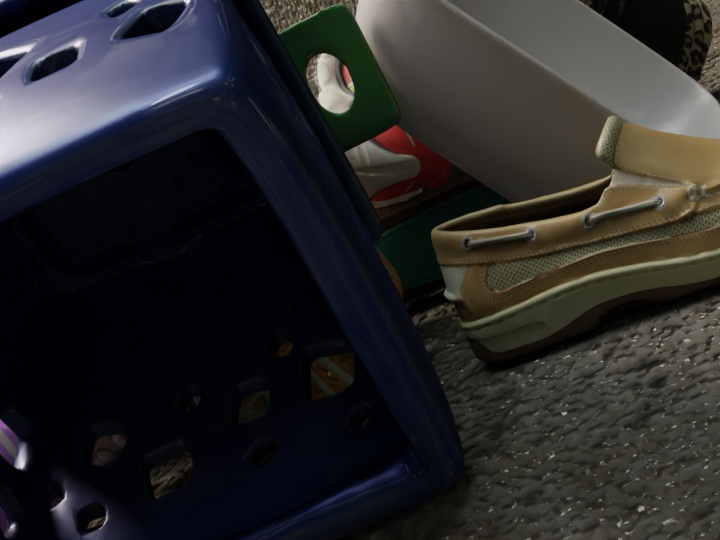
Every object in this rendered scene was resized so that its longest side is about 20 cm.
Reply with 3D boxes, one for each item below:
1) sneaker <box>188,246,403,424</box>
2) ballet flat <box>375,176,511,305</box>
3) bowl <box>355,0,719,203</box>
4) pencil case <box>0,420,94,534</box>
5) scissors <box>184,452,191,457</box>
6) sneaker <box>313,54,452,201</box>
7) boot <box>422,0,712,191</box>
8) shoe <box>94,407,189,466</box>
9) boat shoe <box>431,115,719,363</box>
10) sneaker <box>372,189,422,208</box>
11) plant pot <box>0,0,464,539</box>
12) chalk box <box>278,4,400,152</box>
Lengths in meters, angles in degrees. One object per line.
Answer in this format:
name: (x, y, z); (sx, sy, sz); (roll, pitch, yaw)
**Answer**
sneaker: (-0.041, 0.047, 0.852); (0.088, 0.076, 0.200); (-40, 1, 24)
ballet flat: (0.000, 0.000, 0.974); (0.199, 0.069, 0.067); (-16, 6, 6)
bowl: (0.086, -0.091, 0.910); (0.075, 0.199, 0.200); (-58, -1, 21)
pencil case: (-0.186, 0.121, 0.777); (0.085, 0.084, 0.200); (9, 23, 15)
scissors: (-0.156, 0.052, 0.861); (0.073, 0.199, 0.014); (50, -119, -71)
sneaker: (0.019, -0.078, 1.002); (0.084, 0.078, 0.200); (-5, 20, 0)
boot: (0.129, -0.099, 1.075); (0.073, 0.205, 0.153); (25, 4, 43)
shoe: (-0.158, 0.095, 0.946); (0.199, 0.054, 0.070); (-20, -21, 15)
boat shoe: (0.121, -0.030, 0.749); (0.199, 0.076, 0.072); (-24, 10, 16)
sneaker: (0.047, -0.064, 1.115); (0.199, 0.081, 0.075); (-29, 8, -23)
plant pot: (-0.092, -0.006, 0.674); (0.199, 0.200, 0.180); (-23, 37, 11)
chalk box: (-0.081, -0.053, 0.850); (0.199, 0.125, 0.124); (-27, 7, 2)
